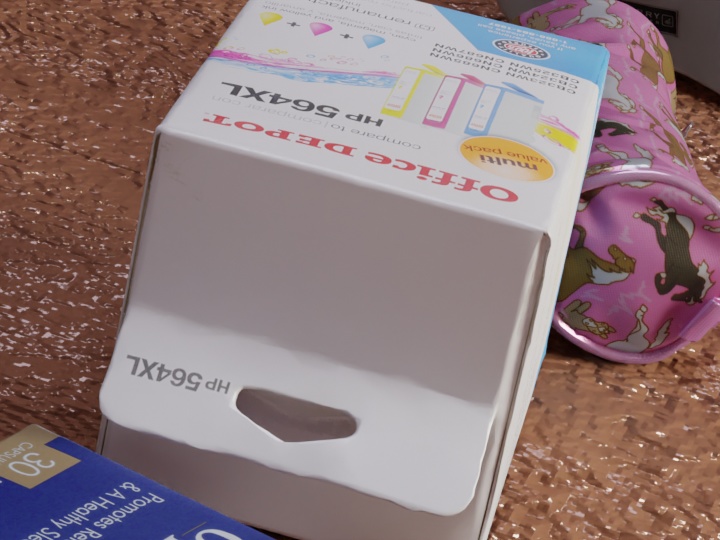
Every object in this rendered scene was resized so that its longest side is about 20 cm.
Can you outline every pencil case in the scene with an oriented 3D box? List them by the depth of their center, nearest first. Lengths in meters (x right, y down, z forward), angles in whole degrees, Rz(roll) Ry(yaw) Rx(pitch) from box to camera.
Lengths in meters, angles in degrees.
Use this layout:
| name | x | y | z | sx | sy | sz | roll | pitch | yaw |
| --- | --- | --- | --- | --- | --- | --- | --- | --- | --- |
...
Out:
| name | x | y | z | sx | sy | sz | roll | pitch | yaw |
| --- | --- | --- | --- | --- | --- | --- | --- | --- | --- |
| pencil case | 0.097 | -0.039 | 1.092 | 0.086 | 0.083 | 0.200 | -1 | 25 | -1 |

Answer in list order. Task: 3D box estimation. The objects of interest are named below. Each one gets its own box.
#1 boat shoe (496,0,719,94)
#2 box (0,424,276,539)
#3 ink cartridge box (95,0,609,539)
| name | x | y | z | sx | sy | sz | roll | pitch | yaw |
| --- | --- | --- | --- | --- | --- | --- | --- | --- | --- |
| boat shoe | 0.165 | -0.126 | 1.321 | 0.199 | 0.074 | 0.068 | 13 | 37 | 25 |
| box | -0.050 | 0.109 | 0.768 | 0.199 | 0.033 | 0.121 | 24 | 27 | 23 |
| ink cartridge box | 0.000 | 0.000 | 0.910 | 0.128 | 0.126 | 0.200 | 14 | 24 | 5 |
